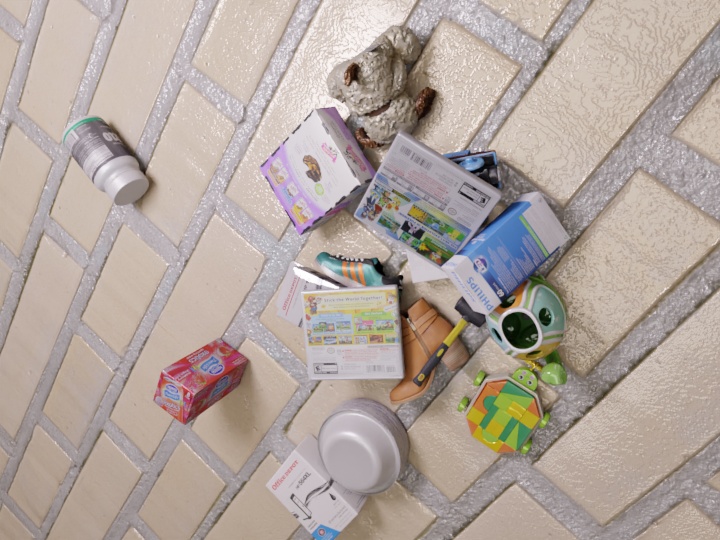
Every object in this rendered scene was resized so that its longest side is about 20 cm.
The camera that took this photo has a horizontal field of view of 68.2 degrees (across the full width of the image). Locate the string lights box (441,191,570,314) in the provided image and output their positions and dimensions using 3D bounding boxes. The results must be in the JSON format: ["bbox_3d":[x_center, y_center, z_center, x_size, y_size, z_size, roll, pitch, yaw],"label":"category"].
[{"bbox_3d":[0.248,-0.030,0.908,0.200,0.059,0.103,-40,102,-7],"label":"string lights box"}]

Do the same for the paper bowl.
[{"bbox_3d":[-0.002,0.391,1.157,0.198,0.104,0.203,6,105,22],"label":"paper bowl"}]

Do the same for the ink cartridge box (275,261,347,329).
[{"bbox_3d":[-0.099,0.066,1.131,0.198,0.068,0.117,23,97,20],"label":"ink cartridge box"}]

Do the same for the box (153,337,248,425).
[{"bbox_3d":[-0.365,0.251,1.231,0.099,0.200,0.096,31,114,14],"label":"box"}]

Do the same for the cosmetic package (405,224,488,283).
[{"bbox_3d":[0.189,-0.034,1.005,0.198,0.051,0.084,-9,100,25],"label":"cosmetic package"}]

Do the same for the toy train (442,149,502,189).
[{"bbox_3d":[0.155,-0.167,0.954,0.198,0.115,0.087,-7,119,24],"label":"toy train"}]

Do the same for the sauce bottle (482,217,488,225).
[{"bbox_3d":[0.139,-0.099,1.007,0.198,0.065,0.065,-9,98,27],"label":"sauce bottle"}]

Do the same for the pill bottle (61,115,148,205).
[{"bbox_3d":[-0.605,-0.260,1.270,0.113,0.113,0.200,-43,83,25],"label":"pill bottle"}]

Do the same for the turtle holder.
[{"bbox_3d":[0.293,0.106,0.946,0.139,0.132,0.188,0,101,23],"label":"turtle holder"}]

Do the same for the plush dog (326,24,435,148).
[{"bbox_3d":[0.039,-0.314,0.971,0.199,0.161,0.172,-25,118,28],"label":"plush dog"}]

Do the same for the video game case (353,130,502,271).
[{"bbox_3d":[0.111,-0.113,0.920,0.199,0.022,0.183,31,127,-1],"label":"video game case"}]

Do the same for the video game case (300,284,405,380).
[{"bbox_3d":[-0.016,0.125,1.054,0.198,0.023,0.184,-4,96,14],"label":"video game case"}]

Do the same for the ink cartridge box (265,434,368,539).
[{"bbox_3d":[-0.101,0.510,1.237,0.200,0.084,0.146,41,114,10],"label":"ink cartridge box"}]

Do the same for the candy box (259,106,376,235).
[{"bbox_3d":[-0.086,-0.194,1.057,0.199,0.071,0.169,-33,87,39],"label":"candy box"}]

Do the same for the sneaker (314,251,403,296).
[{"bbox_3d":[0.000,0.000,1.093,0.199,0.071,0.081,29,97,17],"label":"sneaker"}]

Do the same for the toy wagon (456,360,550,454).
[{"bbox_3d":[0.287,0.259,1.034,0.154,0.040,0.201,31,112,14],"label":"toy wagon"}]

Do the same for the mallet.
[{"bbox_3d":[0.159,0.128,1.008,0.200,0.041,0.066,-43,80,-11],"label":"mallet"}]

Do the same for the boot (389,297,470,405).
[{"bbox_3d":[0.101,0.164,1.068,0.200,0.077,0.156,-40,90,20],"label":"boot"}]
